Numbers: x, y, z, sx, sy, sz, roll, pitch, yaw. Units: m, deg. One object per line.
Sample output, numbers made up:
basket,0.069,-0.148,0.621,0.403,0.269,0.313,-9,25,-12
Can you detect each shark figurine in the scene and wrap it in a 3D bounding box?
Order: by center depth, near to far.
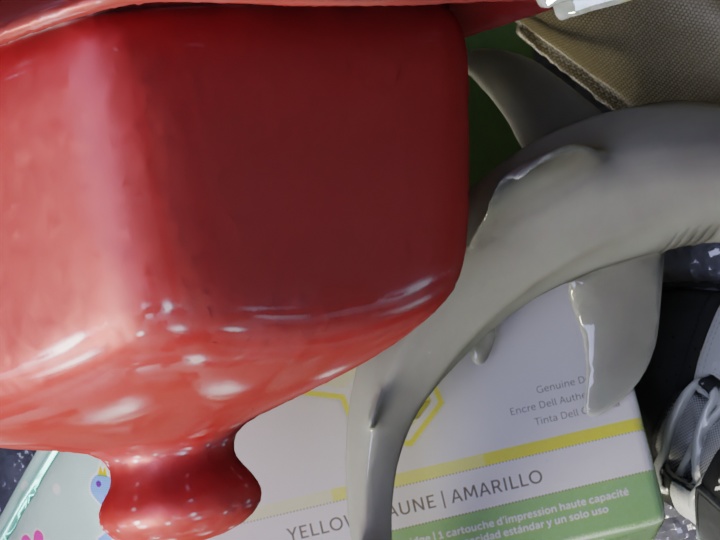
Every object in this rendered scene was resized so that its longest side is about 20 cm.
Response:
shark figurine,0.041,0.006,0.841,0.128,0.090,0.215,40,78,11

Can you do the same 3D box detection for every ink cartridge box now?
ink cartridge box,0.000,0.000,0.913,0.145,0.048,0.201,-13,76,0

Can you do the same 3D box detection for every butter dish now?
butter dish,-0.059,0.000,0.798,0.200,0.199,0.148,-12,86,38

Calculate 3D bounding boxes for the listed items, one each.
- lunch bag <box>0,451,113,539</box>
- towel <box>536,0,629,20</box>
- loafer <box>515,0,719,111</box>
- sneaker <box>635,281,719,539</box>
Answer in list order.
lunch bag,-0.036,0.087,0.997,0.160,0.077,0.200,40,115,16
towel,0.094,-0.172,0.698,0.171,0.048,0.201,-10,95,25
loafer,0.070,-0.097,0.910,0.200,0.067,0.076,45,116,12
sneaker,0.136,0.063,0.900,0.199,0.088,0.074,23,112,22
